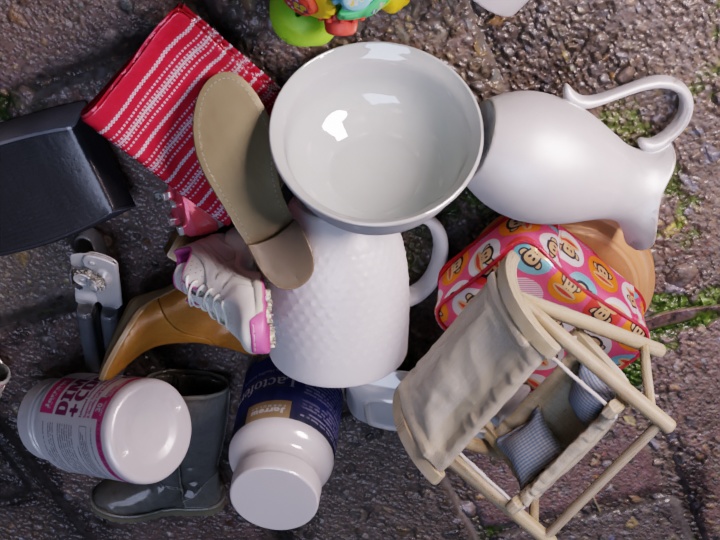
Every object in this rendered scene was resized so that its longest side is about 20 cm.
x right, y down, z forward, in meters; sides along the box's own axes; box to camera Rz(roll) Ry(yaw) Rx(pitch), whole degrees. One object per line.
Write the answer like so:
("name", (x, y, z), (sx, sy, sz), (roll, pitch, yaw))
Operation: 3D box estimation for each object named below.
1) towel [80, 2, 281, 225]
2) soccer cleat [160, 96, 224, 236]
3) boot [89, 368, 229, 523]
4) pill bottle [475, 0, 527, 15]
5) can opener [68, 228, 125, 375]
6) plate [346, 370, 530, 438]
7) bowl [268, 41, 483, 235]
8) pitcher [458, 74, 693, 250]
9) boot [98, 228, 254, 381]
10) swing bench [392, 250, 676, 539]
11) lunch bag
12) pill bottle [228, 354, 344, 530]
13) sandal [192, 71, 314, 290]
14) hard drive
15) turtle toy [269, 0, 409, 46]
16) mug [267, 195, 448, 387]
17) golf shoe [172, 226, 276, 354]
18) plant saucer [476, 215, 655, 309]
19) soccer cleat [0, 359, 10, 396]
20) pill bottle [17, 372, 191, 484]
("towel", (-0.150, -0.144, 1.282), (0.145, 0.023, 0.200), (-47, 127, 8))
("soccer cleat", (-0.168, -0.128, 1.339), (0.076, 0.067, 0.201), (-21, 122, -23))
("boot", (-0.239, 0.207, 1.586), (0.181, 0.073, 0.201), (-5, 134, -6))
("pill bottle", (0.158, -0.315, 1.112), (0.113, 0.114, 0.200), (33, 124, -18))
("can opener", (-0.281, 0.039, 1.474), (0.052, 0.067, 0.201), (9, 136, 4))
("plate", (0.079, 0.149, 1.464), (0.198, 0.033, 0.200), (6, 162, 4))
("bowl", (0.014, -0.108, 1.265), (0.200, 0.202, 0.091), (5, 152, 2))
("pitcher", (0.207, -0.121, 1.274), (0.199, 0.121, 0.172), (14, 108, -18))
("boot", (-0.177, 0.062, 1.439), (0.144, 0.071, 0.202), (30, 100, -17))
("swing bench", (0.160, 0.126, 1.292), (0.199, 0.130, 0.199), (30, 121, -12))
("lunch bag", (0.177, 0.048, 1.375), (0.200, 0.082, 0.176), (37, 123, -21))
("pill bottle", (-0.081, 0.176, 1.463), (0.115, 0.201, 0.116), (3, 127, 3))
("sandal", (-0.106, -0.081, 1.285), (0.077, 0.070, 0.213), (-23, 95, -9))
("hard drive", (-0.346, -0.085, 1.382), (0.199, 0.042, 0.135), (-16, 112, 17))
("turtle toy", (-0.030, -0.259, 1.169), (0.145, 0.101, 0.200), (38, 165, -1))
("mug", (0.000, 0.000, 1.373), (0.199, 0.148, 0.176), (-13, 123, -22))
("golf shoe", (-0.134, 0.025, 1.316), (0.091, 0.200, 0.076), (-9, 118, -10))
("plant saucer", (0.210, 0.014, 1.417), (0.199, 0.032, 0.201), (3, 127, 4))
("soccer cleat", (-0.444, 0.141, 1.561), (0.085, 0.069, 0.201), (3, 123, 9))
("pill bottle", (-0.290, 0.172, 1.494), (0.199, 0.114, 0.114), (-1, 134, 45))
